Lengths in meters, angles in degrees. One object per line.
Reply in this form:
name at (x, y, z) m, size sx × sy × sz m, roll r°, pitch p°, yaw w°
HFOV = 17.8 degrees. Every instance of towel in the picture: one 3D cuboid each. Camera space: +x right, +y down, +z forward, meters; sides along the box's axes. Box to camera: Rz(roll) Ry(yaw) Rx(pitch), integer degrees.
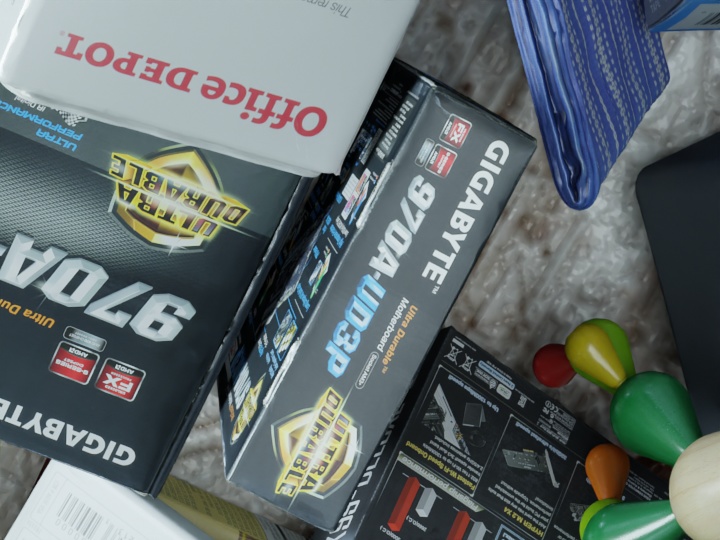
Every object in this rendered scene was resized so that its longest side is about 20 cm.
towel at (0.091, -0.118, 0.914) m, size 0.024 × 0.200 × 0.146 m, roll -10°, pitch 105°, yaw 20°

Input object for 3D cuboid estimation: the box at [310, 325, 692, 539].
box at (0.076, 0.145, 0.995) m, size 0.199 × 0.050 × 0.158 m, roll 35°, pitch 61°, yaw -16°

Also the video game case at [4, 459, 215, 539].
video game case at (-0.086, 0.199, 0.922) m, size 0.199 × 0.023 × 0.183 m, roll 34°, pitch 98°, yaw 16°

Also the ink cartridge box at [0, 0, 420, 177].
ink cartridge box at (-0.040, -0.150, 0.801) m, size 0.144 × 0.084 × 0.201 m, roll 14°, pitch 112°, yaw -35°

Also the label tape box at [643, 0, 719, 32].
label tape box at (0.187, -0.205, 0.970) m, size 0.142 × 0.066 × 0.202 m, roll -3°, pitch 80°, yaw -10°

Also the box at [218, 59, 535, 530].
box at (0.000, 0.000, 0.905) m, size 0.046 × 0.200 × 0.160 m, roll 27°, pitch 95°, yaw -8°

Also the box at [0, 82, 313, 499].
box at (-0.138, -0.020, 0.887) m, size 0.199 × 0.046 × 0.160 m, roll 23°, pitch 108°, yaw -15°

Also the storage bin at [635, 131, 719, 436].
storage bin at (0.195, 0.024, 0.977) m, size 0.145 × 0.134 × 0.201 m, roll -25°, pitch 105°, yaw -30°

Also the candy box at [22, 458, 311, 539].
candy box at (-0.065, 0.165, 1.008) m, size 0.199 × 0.055 × 0.116 m, roll 26°, pitch 95°, yaw -16°

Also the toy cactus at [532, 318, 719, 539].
toy cactus at (0.112, 0.093, 0.905) m, size 0.102 × 0.201 × 0.165 m, roll 30°, pitch 139°, yaw -26°
